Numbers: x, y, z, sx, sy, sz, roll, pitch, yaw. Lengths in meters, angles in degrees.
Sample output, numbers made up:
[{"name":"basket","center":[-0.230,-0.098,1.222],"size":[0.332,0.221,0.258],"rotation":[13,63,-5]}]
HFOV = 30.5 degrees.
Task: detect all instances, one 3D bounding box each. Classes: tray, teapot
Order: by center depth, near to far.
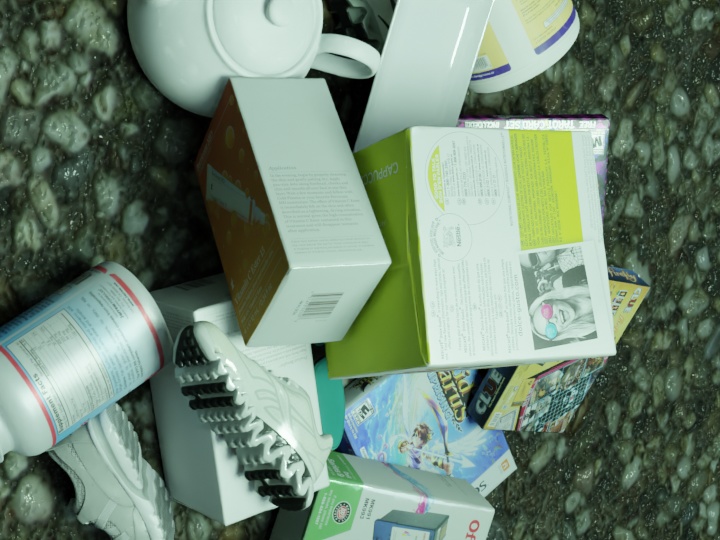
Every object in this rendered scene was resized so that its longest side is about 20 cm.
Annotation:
[{"name":"teapot","center":[-0.102,-0.228,1.189],"size":[0.199,0.145,0.199],"rotation":[-33,114,-29]},{"name":"tray","center":[0.056,-0.187,1.279],"size":[0.106,0.022,0.202],"rotation":[8,106,-33]}]

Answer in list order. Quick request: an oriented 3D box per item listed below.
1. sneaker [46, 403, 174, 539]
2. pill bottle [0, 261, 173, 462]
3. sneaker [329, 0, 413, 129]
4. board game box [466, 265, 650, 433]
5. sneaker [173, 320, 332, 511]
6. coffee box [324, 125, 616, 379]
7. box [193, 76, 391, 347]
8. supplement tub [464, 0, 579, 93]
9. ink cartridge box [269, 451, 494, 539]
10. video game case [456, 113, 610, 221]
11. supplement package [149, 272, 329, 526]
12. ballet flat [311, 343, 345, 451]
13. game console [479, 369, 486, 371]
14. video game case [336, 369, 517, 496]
[{"name":"sneaker","center":[-0.226,0.212,1.216],"size":[0.081,0.075,0.202],"rotation":[-17,115,4]},{"name":"pill bottle","center":[-0.267,0.087,1.131],"size":[0.199,0.108,0.110],"rotation":[-35,115,-27]},{"name":"sneaker","center":[0.044,-0.197,1.343],"size":[0.088,0.074,0.202],"rotation":[-28,112,-28]},{"name":"board game box","center":[0.213,0.084,1.424],"size":[0.134,0.035,0.202],"rotation":[9,117,-40]},{"name":"sneaker","center":[-0.091,0.114,1.146],"size":[0.081,0.075,0.201],"rotation":[-52,124,-34]},{"name":"coffee box","center":[0.086,-0.011,1.195],"size":[0.195,0.199,0.203],"rotation":[-2,84,-27]},{"name":"box","center":[-0.065,-0.052,1.156],"size":[0.096,0.125,0.202],"rotation":[-3,57,-27]},{"name":"supplement tub","center":[0.124,-0.301,1.345],"size":[0.145,0.145,0.201],"rotation":[-43,118,-24]},{"name":"ink cartridge box","center":[0.018,0.275,1.337],"size":[0.198,0.087,0.147],"rotation":[15,99,-24]},{"name":"video game case","center":[0.163,-0.074,1.407],"size":[0.197,0.036,0.184],"rotation":[0,105,-8]},{"name":"supplement package","center":[-0.120,0.114,1.235],"size":[0.120,0.119,0.203],"rotation":[-14,104,-34]},{"name":"ballet flat","center":[-0.055,0.081,1.315],"size":[0.068,0.062,0.203],"rotation":[-13,101,-59]},{"name":"game console","center":[0.179,-0.010,1.501],"size":[0.176,0.115,0.203],"rotation":[-40,123,-59]},{"name":"video game case","center":[0.067,0.183,1.427],"size":[0.181,0.045,0.202],"rotation":[-36,115,-28]}]
